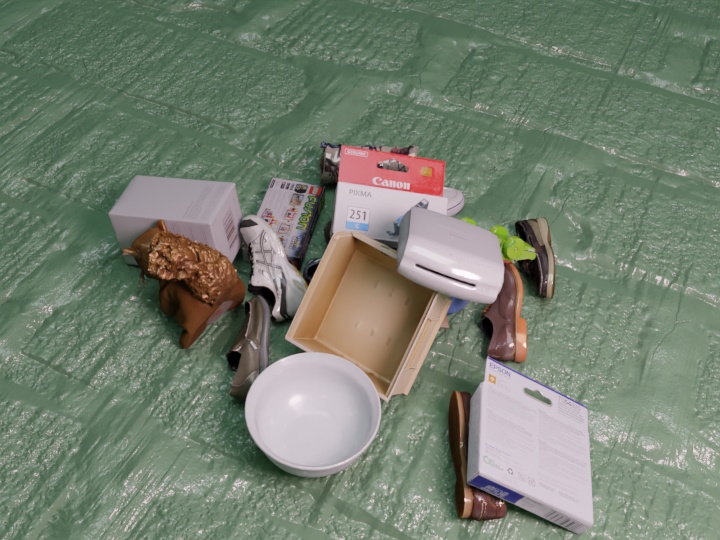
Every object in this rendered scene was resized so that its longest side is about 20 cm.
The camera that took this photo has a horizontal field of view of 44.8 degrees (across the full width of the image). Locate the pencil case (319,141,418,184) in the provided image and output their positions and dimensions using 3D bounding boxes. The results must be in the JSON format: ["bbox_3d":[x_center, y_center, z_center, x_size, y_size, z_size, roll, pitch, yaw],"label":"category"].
[{"bbox_3d":[0.017,-0.212,1.722,0.196,0.078,0.091,1,65,-1],"label":"pencil case"}]

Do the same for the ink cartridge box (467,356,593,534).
[{"bbox_3d":[0.246,0.250,1.262,0.197,0.041,0.202,27,45,-14],"label":"ink cartridge box"}]

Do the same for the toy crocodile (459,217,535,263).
[{"bbox_3d":[0.216,-0.043,1.476,0.198,0.063,0.067,10,19,-36],"label":"toy crocodile"}]

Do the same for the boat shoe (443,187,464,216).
[{"bbox_3d":[0.104,-0.143,1.668,0.196,0.066,0.073,-1,45,-4],"label":"boat shoe"}]

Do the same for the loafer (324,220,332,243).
[{"bbox_3d":[0.034,-0.085,1.582,0.197,0.070,0.076,-17,84,-11],"label":"loafer"}]

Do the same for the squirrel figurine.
[{"bbox_3d":[-0.288,-0.006,1.406,0.187,0.200,0.141,45,62,8],"label":"squirrel figurine"}]

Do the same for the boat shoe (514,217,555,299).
[{"bbox_3d":[0.311,-0.022,1.567,0.064,0.074,0.201,0,36,4],"label":"boat shoe"}]

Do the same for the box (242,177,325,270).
[{"bbox_3d":[-0.139,-0.089,1.624,0.108,0.035,0.202,10,46,7],"label":"box"}]

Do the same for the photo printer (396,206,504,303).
[{"bbox_3d":[0.134,-0.022,1.321,0.164,0.070,0.200,19,21,-1],"label":"photo printer"}]

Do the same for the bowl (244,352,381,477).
[{"bbox_3d":[-0.070,0.227,1.283,0.197,0.091,0.203,2,45,-2],"label":"bowl"}]

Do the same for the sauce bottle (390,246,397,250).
[{"bbox_3d":[0.048,-0.027,1.553,0.197,0.065,0.065,-12,47,-13],"label":"sauce bottle"}]

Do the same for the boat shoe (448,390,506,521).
[{"bbox_3d":[0.169,0.269,1.275,0.069,0.071,0.202,3,52,-7],"label":"boat shoe"}]

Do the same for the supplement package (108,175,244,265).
[{"bbox_3d":[-0.316,-0.082,1.530,0.196,0.118,0.118,6,44,16],"label":"supplement package"}]

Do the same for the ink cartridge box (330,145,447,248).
[{"bbox_3d":[0.054,-0.130,1.528,0.196,0.045,0.179,8,75,-6],"label":"ink cartridge box"}]

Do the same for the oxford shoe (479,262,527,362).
[{"bbox_3d":[0.237,0.064,1.475,0.071,0.072,0.202,0,46,4],"label":"oxford shoe"}]

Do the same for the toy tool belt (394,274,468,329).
[{"bbox_3d":[0.147,0.036,1.472,0.123,0.126,0.199,47,35,20],"label":"toy tool belt"}]

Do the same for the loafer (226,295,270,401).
[{"bbox_3d":[-0.179,0.121,1.390,0.068,0.076,0.202,1,46,-8],"label":"loafer"}]

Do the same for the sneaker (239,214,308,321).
[{"bbox_3d":[-0.164,-0.005,1.489,0.087,0.076,0.201,-29,70,-17],"label":"sneaker"}]

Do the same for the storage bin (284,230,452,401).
[{"bbox_3d":[0.019,0.066,1.370,0.198,0.201,0.093,28,6,23],"label":"storage bin"}]

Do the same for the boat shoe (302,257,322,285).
[{"bbox_3d":[0.000,0.000,1.485,0.196,0.062,0.076,2,88,-1],"label":"boat shoe"}]
